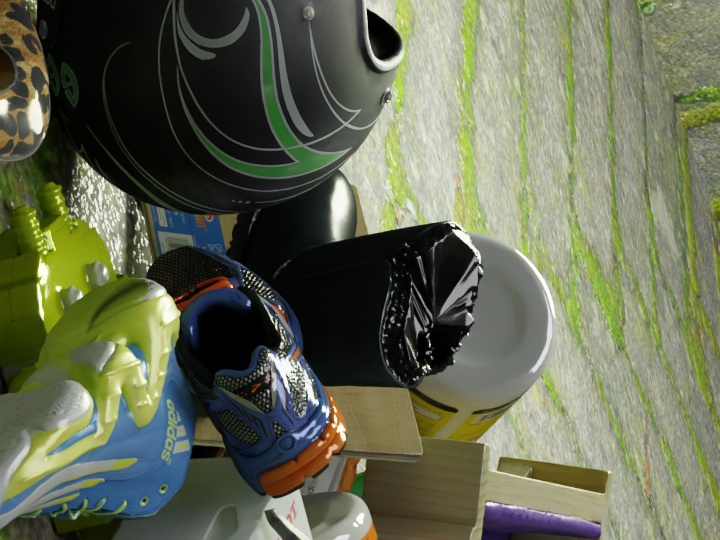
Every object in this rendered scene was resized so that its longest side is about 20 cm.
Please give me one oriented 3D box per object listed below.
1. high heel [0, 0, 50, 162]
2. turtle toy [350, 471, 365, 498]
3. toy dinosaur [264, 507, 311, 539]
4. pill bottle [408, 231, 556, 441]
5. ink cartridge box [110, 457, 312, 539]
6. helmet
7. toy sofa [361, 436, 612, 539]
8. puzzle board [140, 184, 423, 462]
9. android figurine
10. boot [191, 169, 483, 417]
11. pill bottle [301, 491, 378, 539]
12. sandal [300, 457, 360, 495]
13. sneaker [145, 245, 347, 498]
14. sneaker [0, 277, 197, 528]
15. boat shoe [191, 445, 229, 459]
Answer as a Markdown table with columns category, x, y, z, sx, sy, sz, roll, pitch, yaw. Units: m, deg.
| category | x | y | z | sx | sy | sz | roll | pitch | yaw |
| --- | --- | --- | --- | --- | --- | --- | --- | --- | --- |
| high heel | -0.203 | -0.104 | 1.310 | 0.201 | 0.071 | 0.143 | -76 | 156 | -43 |
| turtle toy | 0.030 | 0.201 | 1.830 | 0.200 | 0.100 | 0.147 | 50 | 30 | -58 |
| toy dinosaur | -0.008 | 0.214 | 1.411 | 0.088 | 0.047 | 0.202 | -11 | 94 | -64 |
| pill bottle | 0.046 | 0.059 | 1.784 | 0.200 | 0.112 | 0.113 | 127 | -44 | -66 |
| ink cartridge box | -0.069 | 0.214 | 1.427 | 0.145 | 0.083 | 0.201 | -64 | 146 | -56 |
| helmet | -0.078 | -0.125 | 1.551 | 0.201 | 0.198 | 0.192 | -85 | 162 | -50 |
| toy sofa | 0.077 | 0.158 | 1.711 | 0.200 | 0.082 | 0.098 | 18 | 78 | -60 |
| puzzle board | -0.051 | 0.024 | 1.644 | 0.150 | 0.017 | 0.201 | 6 | 51 | -27 |
| android figurine | -0.144 | 0.055 | 1.455 | 0.182 | 0.041 | 0.201 | -51 | 128 | -71 |
| boot | 0.000 | 0.000 | 1.558 | 0.077 | 0.167 | 0.201 | 58 | 41 | -27 |
| pill bottle | -0.022 | 0.239 | 1.588 | 0.114 | 0.113 | 0.201 | -53 | 127 | -71 |
| sandal | -0.039 | 0.135 | 1.678 | 0.079 | 0.059 | 0.208 | 123 | -16 | -80 |
| sneaker | -0.066 | 0.033 | 1.437 | 0.079 | 0.075 | 0.200 | 62 | -9 | -34 |
| sneaker | -0.131 | 0.092 | 1.325 | 0.200 | 0.075 | 0.106 | -49 | 123 | -45 |
| boat shoe | -0.076 | 0.076 | 1.652 | 0.067 | 0.072 | 0.201 | 37 | 36 | -11 |
